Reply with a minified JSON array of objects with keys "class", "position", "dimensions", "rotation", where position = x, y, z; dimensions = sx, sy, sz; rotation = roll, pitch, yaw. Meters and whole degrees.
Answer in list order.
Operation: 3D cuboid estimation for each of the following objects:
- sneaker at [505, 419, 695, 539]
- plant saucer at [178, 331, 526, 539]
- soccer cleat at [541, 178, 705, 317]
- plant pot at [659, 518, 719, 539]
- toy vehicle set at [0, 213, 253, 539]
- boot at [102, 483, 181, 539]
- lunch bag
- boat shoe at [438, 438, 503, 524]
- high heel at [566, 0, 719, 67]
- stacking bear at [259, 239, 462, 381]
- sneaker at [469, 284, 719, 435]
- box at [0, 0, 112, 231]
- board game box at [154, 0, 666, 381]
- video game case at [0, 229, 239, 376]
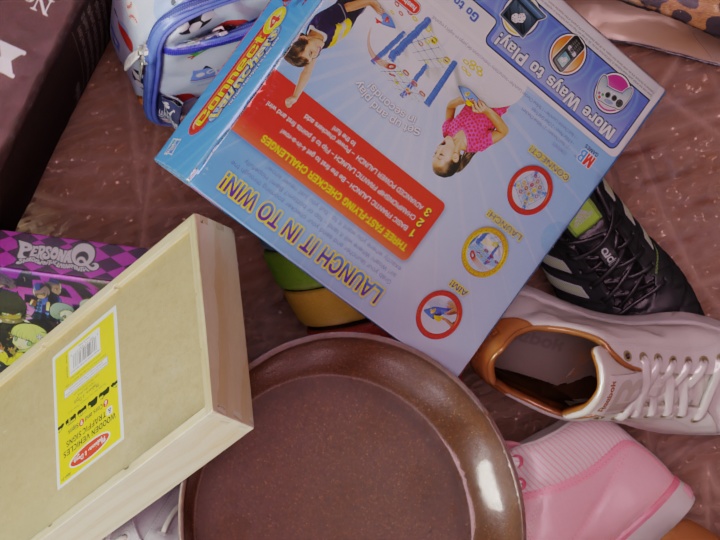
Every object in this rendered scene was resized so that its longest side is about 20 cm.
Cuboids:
[{"class":"sneaker","position":[0.087,0.160,1.465],"dimensions":[0.200,0.075,0.105],"rotation":[-43,94,-8]},{"class":"plant saucer","position":[-0.008,0.133,1.333],"dimensions":[0.200,0.034,0.201],"rotation":[6,76,-25]},{"class":"soccer cleat","position":[0.129,-0.018,1.463],"dimensions":[0.067,0.081,0.200],"rotation":[-37,92,0]},{"class":"plant pot","position":[0.181,0.232,1.413],"dimensions":[0.200,0.200,0.140],"rotation":[-44,79,0]},{"class":"toy vehicle set","position":[-0.133,0.073,1.331],"dimensions":[0.026,0.124,0.200],"rotation":[25,133,-35]},{"class":"boot","position":[-0.115,0.156,1.356],"dimensions":[0.095,0.200,0.074],"rotation":[26,132,11]},{"class":"lunch bag","position":[-0.044,-0.152,1.411],"dimensions":[0.200,0.160,0.076],"rotation":[-20,74,-15]},{"class":"boat shoe","position":[0.000,0.139,1.452],"dimensions":[0.200,0.072,0.068],"rotation":[-31,76,25]},{"class":"high heel","position":[0.143,-0.127,1.467],"dimensions":[0.200,0.071,0.143],"rotation":[-37,83,-9]},{"class":"stacking bear","position":[0.000,0.000,1.453],"dimensions":[0.114,0.121,0.200],"rotation":[-27,104,-44]},{"class":"sneaker","position":[0.149,0.064,1.424],"dimensions":[0.200,0.085,0.073],"rotation":[11,112,-14]},{"class":"box","position":[-0.230,-0.144,1.410],"dimensions":[0.166,0.164,0.200],"rotation":[25,80,0]},{"class":"board game box","position":[0.029,-0.077,1.352],"dimensions":[0.200,0.056,0.196],"rotation":[38,88,-28]},{"class":"video game case","position":[-0.172,0.055,1.432],"dimensions":[0.200,0.036,0.181],"rotation":[8,134,0]}]
